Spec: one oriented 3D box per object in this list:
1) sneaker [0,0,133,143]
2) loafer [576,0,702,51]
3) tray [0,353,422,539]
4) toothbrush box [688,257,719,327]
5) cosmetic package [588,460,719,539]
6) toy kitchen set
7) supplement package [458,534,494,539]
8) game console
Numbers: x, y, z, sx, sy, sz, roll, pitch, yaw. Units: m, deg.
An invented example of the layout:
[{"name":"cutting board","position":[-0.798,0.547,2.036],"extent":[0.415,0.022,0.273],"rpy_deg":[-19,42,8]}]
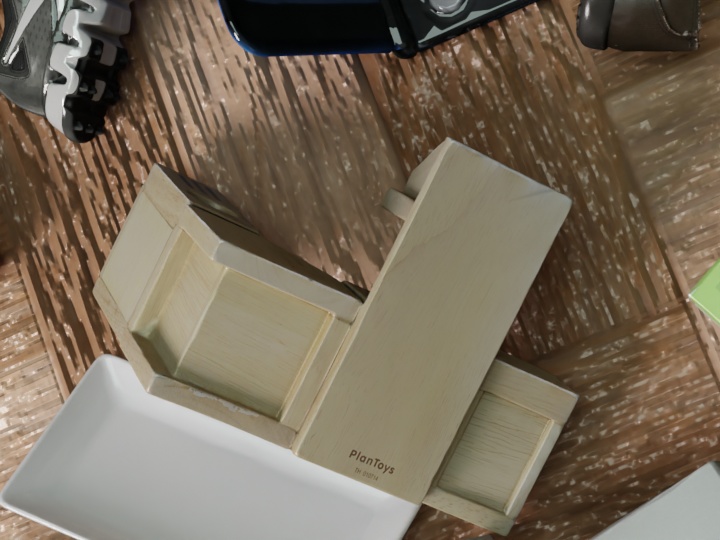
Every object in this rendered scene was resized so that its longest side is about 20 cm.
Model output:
[{"name":"sneaker","position":[-0.155,-0.176,0.976],"extent":[0.090,0.066,0.200],"rpy_deg":[21,93,16]},{"name":"loafer","position":[0.170,-0.196,0.883],"extent":[0.071,0.073,0.200],"rpy_deg":[21,96,8]},{"name":"tray","position":[-0.075,0.119,0.925],"extent":[0.200,0.022,0.107],"rpy_deg":[20,53,18]},{"name":"toothbrush box","position":[0.271,-0.012,0.816],"extent":[0.146,0.086,0.200],"rpy_deg":[43,98,14]},{"name":"cosmetic package","position":[0.161,0.145,0.776],"extent":[0.090,0.200,0.107],"rpy_deg":[-35,73,9]},{"name":"toy kitchen set","position":[0.000,0.000,0.908],"extent":[0.200,0.180,0.163],"rpy_deg":[25,96,-22]},{"name":"supplement package","position":[0.060,0.251,0.841],"extent":[0.156,0.111,0.200],"rpy_deg":[-45,73,8]},{"name":"game console","position":[0.002,-0.218,0.905],"extent":[0.170,0.118,0.200],"rpy_deg":[-22,79,14]}]
